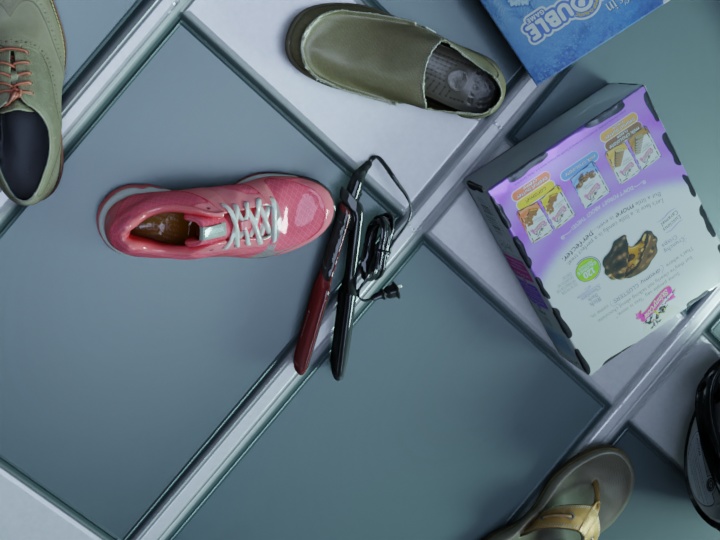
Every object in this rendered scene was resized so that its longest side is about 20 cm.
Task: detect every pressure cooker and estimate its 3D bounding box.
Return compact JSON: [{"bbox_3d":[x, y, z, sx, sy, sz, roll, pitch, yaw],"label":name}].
[{"bbox_3d":[0.398,0.171,1.086,0.199,0.176,0.180,17,94,-20],"label":"pressure cooker"}]

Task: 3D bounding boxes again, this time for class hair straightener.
[{"bbox_3d":[0.000,0.000,1.025,0.076,0.041,0.202,12,94,-17],"label":"hair straightener"}]

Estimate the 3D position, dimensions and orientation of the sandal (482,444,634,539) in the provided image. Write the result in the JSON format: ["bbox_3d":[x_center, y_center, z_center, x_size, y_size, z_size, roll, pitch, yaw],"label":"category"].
[{"bbox_3d":[0.185,0.250,1.111,0.200,0.054,0.081,-38,108,-4],"label":"sandal"}]

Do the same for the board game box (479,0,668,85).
[{"bbox_3d":[0.175,-0.289,0.960,0.199,0.043,0.199,-32,110,20],"label":"board game box"}]

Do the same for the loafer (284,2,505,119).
[{"bbox_3d":[0.036,-0.175,0.976,0.198,0.067,0.077,9,99,-16],"label":"loafer"}]

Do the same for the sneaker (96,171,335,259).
[{"bbox_3d":[-0.113,-0.034,0.958,0.198,0.087,0.074,-6,104,-13],"label":"sneaker"}]

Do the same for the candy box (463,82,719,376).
[{"bbox_3d":[0.215,-0.038,1.049,0.167,0.072,0.201,-33,107,-6],"label":"candy box"}]

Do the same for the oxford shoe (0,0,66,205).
[{"bbox_3d":[-0.259,-0.149,0.902,0.070,0.075,0.202,-9,103,-11],"label":"oxford shoe"}]
